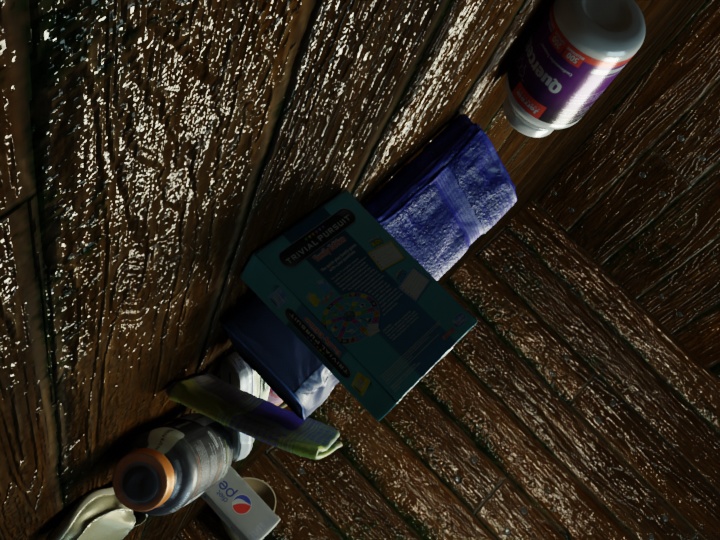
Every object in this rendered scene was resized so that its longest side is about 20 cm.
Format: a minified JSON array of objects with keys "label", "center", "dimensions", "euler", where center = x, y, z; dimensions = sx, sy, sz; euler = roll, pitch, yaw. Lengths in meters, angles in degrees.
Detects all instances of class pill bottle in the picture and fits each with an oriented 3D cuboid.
[{"label":"pill bottle","center":[-0.240,0.247,1.174],"dimensions":[0.106,0.106,0.200],"euler":[-46,173,7]},{"label":"pill bottle","center":[0.248,-0.248,1.119],"dimensions":[0.112,0.112,0.200],"euler":[-40,171,-30]}]

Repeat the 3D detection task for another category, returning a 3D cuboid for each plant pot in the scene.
[{"label":"plant pot","center":[-0.361,0.795,2.943],"dimensions":[0.187,0.187,0.201],"euler":[-39,148,-38]}]

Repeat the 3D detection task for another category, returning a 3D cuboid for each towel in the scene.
[{"label":"towel","center":[-0.124,0.172,1.105],"dimensions":[0.144,0.199,0.023],"euler":[12,100,-77]},{"label":"towel","center":[0.103,-0.078,1.157],"dimensions":[0.200,0.148,0.050],"euler":[-43,-153,-13]}]

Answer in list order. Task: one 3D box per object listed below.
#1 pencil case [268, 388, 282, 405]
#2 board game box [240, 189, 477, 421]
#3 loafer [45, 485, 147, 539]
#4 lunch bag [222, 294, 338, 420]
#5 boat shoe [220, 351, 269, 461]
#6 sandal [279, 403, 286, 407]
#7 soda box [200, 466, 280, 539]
[{"label":"pencil case","center":[-0.111,0.124,1.301],"dimensions":[0.200,0.087,0.087],"euler":[-50,171,28]},{"label":"board game box","center":[0.001,0.030,0.943],"dimensions":[0.151,0.200,0.047],"euler":[-38,170,-40]},{"label":"loafer","center":[-0.341,0.333,1.235],"dimensions":[0.076,0.068,0.200],"euler":[-47,172,15]},{"label":"lunch bag","center":[-0.066,0.074,1.072],"dimensions":[0.132,0.136,0.200],"euler":[-43,171,-13]},{"label":"boat shoe","center":[-0.153,0.184,1.256],"dimensions":[0.062,0.072,0.201],"euler":[-19,141,-30]},{"label":"sandal","center":[-0.152,0.190,1.480],"dimensions":[0.054,0.081,0.200],"euler":[-2,148,-41]},{"label":"soda box","center":[-0.230,0.379,1.580],"dimensions":[0.063,0.200,0.068],"euler":[-42,173,-25]}]
